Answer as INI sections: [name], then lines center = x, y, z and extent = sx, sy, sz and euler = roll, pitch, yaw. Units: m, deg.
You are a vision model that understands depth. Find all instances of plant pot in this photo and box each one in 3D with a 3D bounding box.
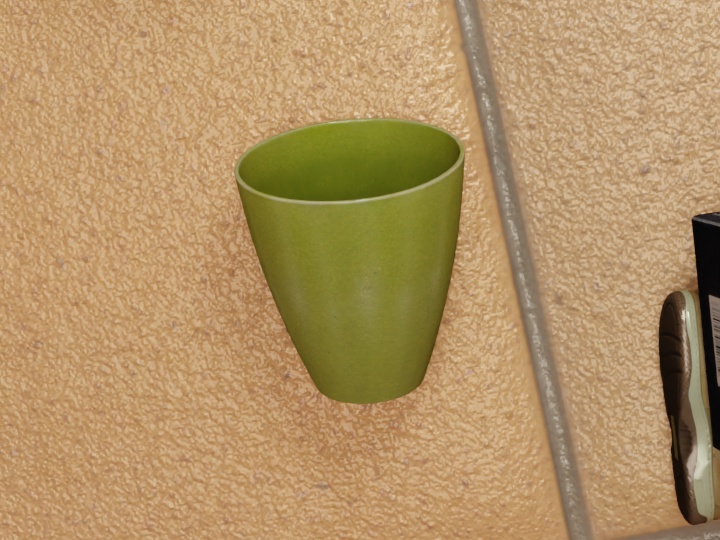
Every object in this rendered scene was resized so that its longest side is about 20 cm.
[plant pot]
center = 0.000, 0.000, 1.751
extent = 0.187, 0.187, 0.200
euler = -2, 114, 9

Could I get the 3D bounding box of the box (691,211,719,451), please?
[box]
center = 0.381, 0.044, 1.687
extent = 0.200, 0.117, 0.197
euler = -8, 99, -10

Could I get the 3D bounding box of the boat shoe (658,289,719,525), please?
[boat shoe]
center = 0.295, 0.110, 1.773
extent = 0.076, 0.072, 0.200
euler = -8, 106, -4
